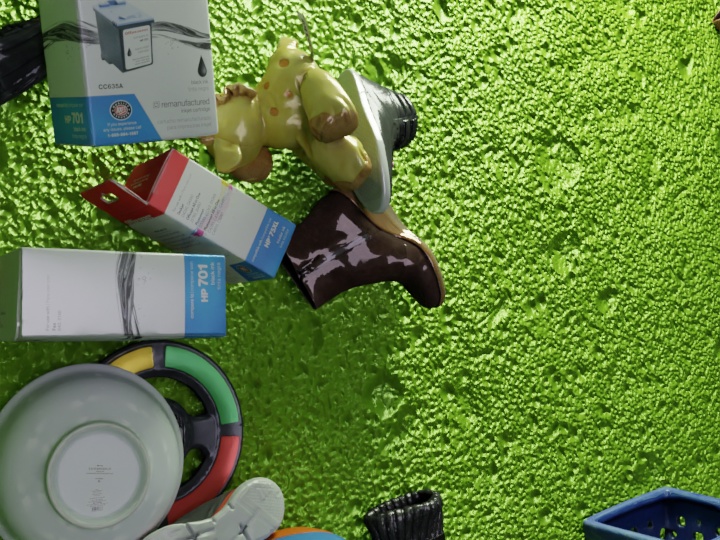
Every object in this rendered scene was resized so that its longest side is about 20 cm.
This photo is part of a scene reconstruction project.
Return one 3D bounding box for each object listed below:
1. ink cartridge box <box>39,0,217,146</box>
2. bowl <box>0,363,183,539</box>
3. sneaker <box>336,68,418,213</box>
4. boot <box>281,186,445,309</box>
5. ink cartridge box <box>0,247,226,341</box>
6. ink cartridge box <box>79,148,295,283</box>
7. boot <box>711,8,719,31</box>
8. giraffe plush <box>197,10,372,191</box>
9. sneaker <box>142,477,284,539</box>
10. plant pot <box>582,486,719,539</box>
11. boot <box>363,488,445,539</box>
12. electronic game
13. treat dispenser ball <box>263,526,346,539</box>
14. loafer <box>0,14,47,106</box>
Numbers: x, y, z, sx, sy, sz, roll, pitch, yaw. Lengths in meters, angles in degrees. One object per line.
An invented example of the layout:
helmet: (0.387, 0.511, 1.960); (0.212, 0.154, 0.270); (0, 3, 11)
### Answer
ink cartridge box: (-0.228, -0.230, 0.910); (0.145, 0.085, 0.203); (-14, 108, -41)
bowl: (-0.257, 0.191, 0.888); (0.198, 0.090, 0.204); (3, 84, -25)
sneaker: (0.034, -0.155, 1.133); (0.098, 0.071, 0.202); (8, 56, -33)
boot: (0.000, 0.000, 1.129); (0.166, 0.072, 0.201); (-40, 100, -28)
ink cartridge box: (-0.250, 0.027, 0.910); (0.198, 0.146, 0.087); (3, 85, -33)
ink cartridge box: (-0.183, -0.062, 0.981); (0.199, 0.116, 0.068); (32, 70, -27)
boot: (0.725, -0.441, 1.670); (0.200, 0.068, 0.189); (43, 72, -15)
giraffe plush: (-0.102, -0.162, 1.037); (0.161, 0.172, 0.202); (-28, 113, -10)
sneaker: (-0.168, 0.282, 0.944); (0.199, 0.082, 0.078); (-21, 87, -39)
plant pot: (0.456, 0.435, 1.316); (0.198, 0.199, 0.183); (-7, 95, -34)
boot: (0.031, 0.369, 1.102); (0.210, 0.079, 0.160); (-23, 105, -44)
electronic game: (-0.215, 0.175, 0.982); (0.198, 0.041, 0.203); (4, 83, -33)
treat dispenser ball: (-0.064, 0.374, 0.968); (0.199, 0.200, 0.204); (4, 83, -33)
loafer: (-0.305, -0.233, 0.953); (0.200, 0.068, 0.071); (-37, 126, -35)
